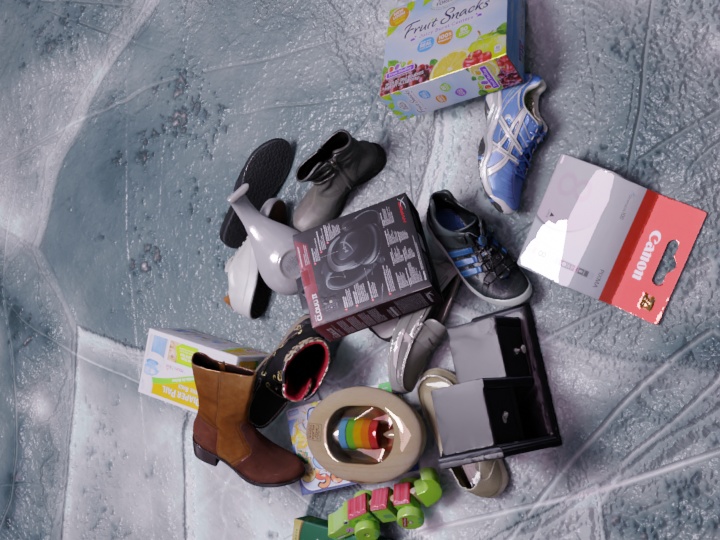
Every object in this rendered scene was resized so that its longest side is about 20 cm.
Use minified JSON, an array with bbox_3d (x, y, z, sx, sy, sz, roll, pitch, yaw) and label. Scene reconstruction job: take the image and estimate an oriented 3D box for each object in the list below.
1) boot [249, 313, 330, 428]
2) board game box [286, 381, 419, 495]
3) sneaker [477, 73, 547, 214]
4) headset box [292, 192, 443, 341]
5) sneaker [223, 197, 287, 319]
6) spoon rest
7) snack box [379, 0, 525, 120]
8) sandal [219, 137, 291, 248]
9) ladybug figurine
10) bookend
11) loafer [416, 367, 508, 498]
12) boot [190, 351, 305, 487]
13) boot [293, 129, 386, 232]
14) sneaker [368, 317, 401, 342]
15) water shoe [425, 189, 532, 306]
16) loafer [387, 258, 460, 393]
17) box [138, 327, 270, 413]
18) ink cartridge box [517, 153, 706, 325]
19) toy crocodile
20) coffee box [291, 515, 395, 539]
[{"bbox_3d":[-0.110,0.166,1.449,0.073,0.151,0.201,36,91,-12],"label":"boot"},{"bbox_3d":[-0.015,0.256,1.460,0.199,0.034,0.137,-20,76,30],"label":"board game box"},{"bbox_3d":[0.212,-0.178,1.325,0.076,0.075,0.202,1,88,37],"label":"sneaker"},{"bbox_3d":[0.000,0.000,1.362,0.198,0.077,0.150,-21,64,12],"label":"headset box"},{"bbox_3d":[-0.181,-0.028,1.566,0.084,0.073,0.202,21,99,29],"label":"sneaker"},{"bbox_3d":[-0.138,-0.049,1.495,0.099,0.201,0.061,-40,23,-12],"label":"spoon rest"},{"bbox_3d":[0.131,-0.321,1.362,0.198,0.068,0.170,-11,56,30],"label":"snack box"},{"bbox_3d":[-0.182,-0.133,1.579,0.048,0.075,0.202,44,109,46],"label":"sandal"},{"bbox_3d":[0.011,0.235,1.381,0.198,0.072,0.137,0,85,32],"label":"ladybug figurine"},{"bbox_3d":[0.167,0.145,1.257,0.091,0.198,0.202,-18,75,30],"label":"bookend"},{"bbox_3d":[0.137,0.225,1.345,0.076,0.068,0.201,-41,66,23],"label":"loafer"},{"bbox_3d":[-0.164,0.219,1.430,0.187,0.069,0.202,21,128,16],"label":"boot"},{"bbox_3d":[-0.062,-0.137,1.465,0.200,0.130,0.068,-45,65,22],"label":"boot"},{"bbox_3d":[-0.003,0.029,1.446,0.074,0.080,0.200,-46,66,19],"label":"sneaker"},{"bbox_3d":[0.157,-0.030,1.335,0.071,0.079,0.200,-38,62,-13],"label":"water shoe"},{"bbox_3d":[0.093,0.081,1.377,0.069,0.070,0.202,14,86,34],"label":"loafer"},{"bbox_3d":[-0.253,0.170,1.579,0.198,0.101,0.114,12,93,32],"label":"box"},{"bbox_3d":[0.324,-0.043,1.261,0.199,0.057,0.164,28,101,36],"label":"ink cartridge box"},{"bbox_3d":[0.033,0.340,1.390,0.199,0.062,0.068,-24,38,25],"label":"toy crocodile"},{"bbox_3d":[-0.019,0.451,1.441,0.198,0.044,0.124,8,90,33],"label":"coffee box"}]
